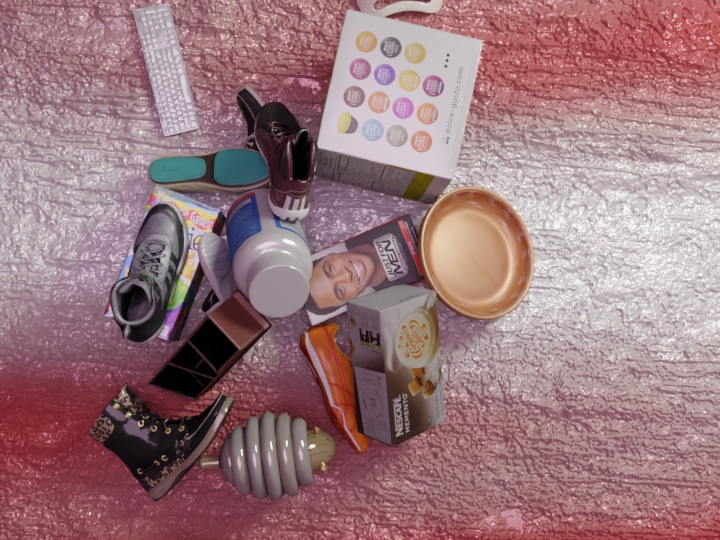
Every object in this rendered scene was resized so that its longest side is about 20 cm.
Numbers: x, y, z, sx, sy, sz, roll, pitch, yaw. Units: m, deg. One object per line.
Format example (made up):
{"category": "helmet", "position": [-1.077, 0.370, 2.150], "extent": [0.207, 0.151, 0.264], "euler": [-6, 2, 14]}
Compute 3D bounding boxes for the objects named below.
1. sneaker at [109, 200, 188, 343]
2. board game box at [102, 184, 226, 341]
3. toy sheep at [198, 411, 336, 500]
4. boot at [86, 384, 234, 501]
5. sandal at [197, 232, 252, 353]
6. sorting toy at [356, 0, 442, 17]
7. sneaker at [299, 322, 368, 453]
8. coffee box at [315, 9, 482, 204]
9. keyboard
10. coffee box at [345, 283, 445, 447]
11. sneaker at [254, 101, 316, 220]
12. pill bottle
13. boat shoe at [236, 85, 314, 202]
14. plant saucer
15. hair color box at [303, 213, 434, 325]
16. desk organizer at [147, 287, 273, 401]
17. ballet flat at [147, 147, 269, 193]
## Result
{"category": "sneaker", "position": [-0.285, 0.001, 1.311], "extent": [0.075, 0.114, 0.202], "euler": [13, 86, -3]}
{"category": "board game box", "position": [-0.283, -0.008, 1.421], "extent": [0.102, 0.105, 0.201], "euler": [21, 86, -1]}
{"category": "toy sheep", "position": [-0.132, 0.268, 1.396], "extent": [0.198, 0.138, 0.139], "euler": [-12, 87, -3]}
{"category": "boot", "position": [-0.290, 0.221, 1.398], "extent": [0.150, 0.073, 0.200], "euler": [40, 112, -3]}
{"category": "sandal", "position": [-0.204, 0.030, 1.411], "extent": [0.059, 0.079, 0.208], "euler": [-4, 128, 22]}
{"category": "sorting toy", "position": [0.056, -0.481, 1.485], "extent": [0.198, 0.107, 0.182], "euler": [-9, 106, -3]}
{"category": "sneaker", "position": [-0.023, 0.174, 1.439], "extent": [0.077, 0.073, 0.201], "euler": [-21, 90, -14]}
{"category": "coffee box", "position": [0.047, -0.228, 1.401], "extent": [0.196, 0.200, 0.201], "euler": [13, 84, -2]}
{"category": "keyboard", "position": [-0.297, -0.308, 1.487], "extent": [0.056, 0.011, 0.202], "euler": [-14, 87, -3]}
{"category": "coffee box", "position": [0.051, 0.133, 1.388], "extent": [0.114, 0.079, 0.202], "euler": [-16, 108, -38]}
{"category": "sneaker", "position": [-0.093, -0.178, 1.339], "extent": [0.075, 0.116, 0.201], "euler": [-3, 59, -20]}
{"category": "pill bottle", "position": [-0.127, -0.023, 1.355], "extent": [0.111, 0.200, 0.113], "euler": [-6, 122, -9]}
{"category": "boat shoe", "position": [-0.141, -0.179, 1.458], "extent": [0.060, 0.074, 0.201], "euler": [-29, 96, -9]}
{"category": "plant saucer", "position": [0.169, -0.024, 1.446], "extent": [0.199, 0.037, 0.202], "euler": [6, 76, -26]}
{"category": "hair color box", "position": [0.000, 0.000, 1.455], "extent": [0.199, 0.061, 0.102], "euler": [-24, 88, -3]}
{"category": "desk organizer", "position": [-0.216, 0.119, 1.372], "extent": [0.072, 0.077, 0.200], "euler": [46, 129, 1]}
{"category": "ballet flat", "position": [-0.216, -0.144, 1.443], "extent": [0.198, 0.069, 0.070], "euler": [3, 86, 11]}
